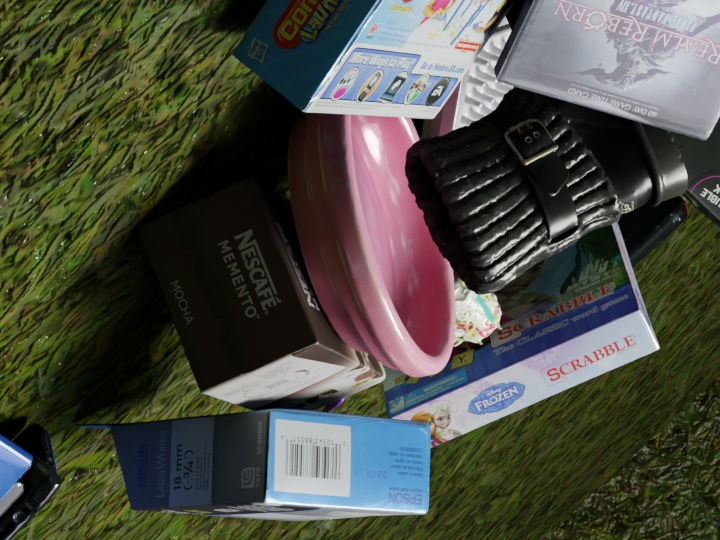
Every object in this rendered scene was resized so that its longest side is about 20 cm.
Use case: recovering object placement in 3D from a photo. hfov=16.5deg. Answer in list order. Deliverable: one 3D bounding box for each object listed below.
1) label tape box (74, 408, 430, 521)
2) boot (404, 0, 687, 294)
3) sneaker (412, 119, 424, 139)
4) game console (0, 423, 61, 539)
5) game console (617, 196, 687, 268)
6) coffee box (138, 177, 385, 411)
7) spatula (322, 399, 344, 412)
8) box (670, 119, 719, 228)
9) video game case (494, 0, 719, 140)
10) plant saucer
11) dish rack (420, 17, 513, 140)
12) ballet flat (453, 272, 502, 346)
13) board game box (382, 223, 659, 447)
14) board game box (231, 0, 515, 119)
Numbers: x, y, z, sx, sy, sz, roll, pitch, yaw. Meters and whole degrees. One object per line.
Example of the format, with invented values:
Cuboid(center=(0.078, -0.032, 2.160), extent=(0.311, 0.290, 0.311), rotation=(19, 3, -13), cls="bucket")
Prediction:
Cuboid(center=(-0.073, 0.131, 1.628), extent=(0.144, 0.063, 0.200), rotation=(9, 168, -42), cls="label tape box")
Cuboid(center=(0.093, -0.103, 1.554), extent=(0.158, 0.211, 0.079), rotation=(-24, 159, -8), cls="boot")
Cuboid(center=(0.047, -0.049, 1.789), extent=(0.104, 0.060, 0.200), rotation=(-36, 157, -37), cls="sneaker")
Cuboid(center=(-0.290, 0.155, 1.497), extent=(0.200, 0.118, 0.171), rotation=(-45, -164, 1), cls="game console")
Cuboid(center=(0.139, -0.012, 1.957), extent=(0.200, 0.177, 0.031), rotation=(-42, 121, -14), cls="game console")
Cuboid(center=(-0.057, 0.022, 1.550), extent=(0.080, 0.113, 0.200), rotation=(-23, 168, 9), cls="coffee box")
Cuboid(center=(-0.001, 0.065, 2.022), extent=(0.057, 0.021, 0.200), rotation=(-50, 168, -37), cls="spatula")
Cuboid(center=(0.332, -0.148, 2.108), extent=(0.200, 0.149, 0.124), rotation=(-46, 166, 5), cls="box")
Cuboid(center=(0.182, -0.177, 1.452), extent=(0.019, 0.143, 0.200), rotation=(-99, -152, -54), cls="video game case")
Cuboid(center=(0.005, -0.029, 1.532), extent=(0.051, 0.201, 0.201), rotation=(-13, 172, 16), cls="plant saucer")
Cuboid(center=(0.099, -0.112, 1.702), extent=(0.200, 0.044, 0.172), rotation=(-25, 131, -53), cls="dish rack")
Cuboid(center=(0.039, 0.031, 1.792), extent=(0.076, 0.064, 0.200), rotation=(-48, -163, -16), cls="ballet flat")
Cuboid(center=(0.109, 0.034, 1.844), extent=(0.200, 0.041, 0.200), rotation=(-24, -153, 8), cls="board game box")
Cuboid(center=(0.040, -0.180, 1.391), extent=(0.196, 0.056, 0.200), rotation=(-55, 163, 14), cls="board game box")
